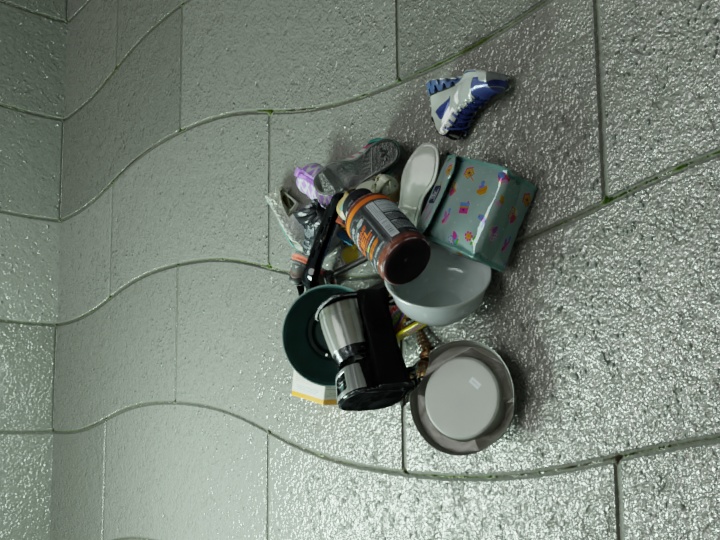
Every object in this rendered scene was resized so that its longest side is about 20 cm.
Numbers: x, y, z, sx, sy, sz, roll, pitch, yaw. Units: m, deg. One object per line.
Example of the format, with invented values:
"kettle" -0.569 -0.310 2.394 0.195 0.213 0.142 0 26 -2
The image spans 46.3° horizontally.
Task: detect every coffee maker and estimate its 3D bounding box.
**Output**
"coffee maker" 0.027 0.145 1.566 0.135 0.189 0.203 90 164 -64

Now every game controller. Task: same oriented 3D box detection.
"game controller" -0.072 -0.059 1.714 0.104 0.041 0.203 136 154 -71

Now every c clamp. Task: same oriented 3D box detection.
"c clamp" 0.000 0.000 1.723 0.199 0.170 0.027 -31 36 33

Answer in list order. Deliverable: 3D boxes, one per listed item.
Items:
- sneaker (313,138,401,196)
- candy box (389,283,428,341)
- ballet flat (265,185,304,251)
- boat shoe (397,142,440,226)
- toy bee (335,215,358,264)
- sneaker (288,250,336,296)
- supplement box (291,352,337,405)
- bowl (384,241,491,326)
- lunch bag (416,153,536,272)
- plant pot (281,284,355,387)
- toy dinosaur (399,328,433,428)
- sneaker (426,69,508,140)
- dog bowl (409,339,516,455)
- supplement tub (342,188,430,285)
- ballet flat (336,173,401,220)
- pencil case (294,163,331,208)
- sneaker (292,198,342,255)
"sneaker" 0.002 -0.220 1.769 0.197 0.121 0.085 -23 93 17
"candy box" 0.084 0.083 1.697 0.199 0.026 0.104 -36 47 46
"ballet flat" -0.171 -0.134 2.024 0.072 0.071 0.201 -57 47 29
"boat shoe" 0.120 -0.152 1.673 0.073 0.060 0.204 18 102 30
"toy bee" 0.014 -0.079 1.756 0.108 0.200 0.132 29 106 9
"sneaker" -0.115 0.025 1.835 0.076 0.200 0.083 19 78 24
"supplement box" -0.083 0.187 1.870 0.125 0.073 0.204 7 91 51
"bowl" 0.143 0.039 1.552 0.201 0.199 0.092 39 146 45
"lunch bag" 0.192 -0.113 1.522 0.199 0.121 0.173 27 95 46
"plant pot" -0.058 0.130 1.733 0.134 0.196 0.204 107 168 -89
"toy dinosaur" 0.116 0.213 1.632 0.134 0.103 0.202 -19 32 33
"sneaker" 0.198 -0.308 1.590 0.198 0.079 0.118 3 92 57
"dog bowl" 0.187 0.228 1.500 0.197 0.058 0.204 -7 74 26
"supplement tub" 0.039 -0.070 1.540 0.200 0.106 0.108 51 124 44
"ballet flat" 0.032 -0.157 1.678 0.068 0.199 0.064 38 134 19
"pencil case" -0.067 -0.174 1.883 0.199 0.085 0.085 36 111 47
"sneaker" -0.108 -0.086 1.887 0.115 0.075 0.200 54 146 7
